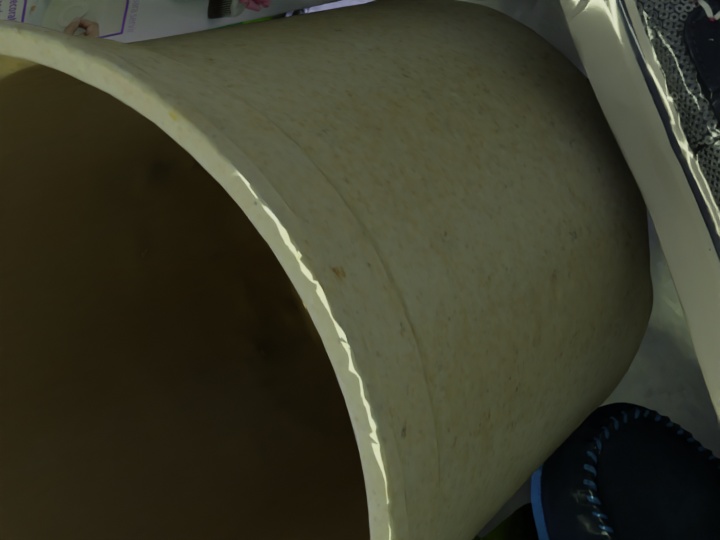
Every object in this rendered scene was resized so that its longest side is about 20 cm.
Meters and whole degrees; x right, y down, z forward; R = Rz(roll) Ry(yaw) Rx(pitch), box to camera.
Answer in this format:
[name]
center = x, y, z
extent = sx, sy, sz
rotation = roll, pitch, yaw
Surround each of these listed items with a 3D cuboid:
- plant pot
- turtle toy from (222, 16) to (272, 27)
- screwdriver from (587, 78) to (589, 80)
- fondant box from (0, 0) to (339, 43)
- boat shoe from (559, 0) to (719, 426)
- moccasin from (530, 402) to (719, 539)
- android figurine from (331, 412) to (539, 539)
[plant pot]
center = -0.023, 0.012, 0.664
extent = 0.200, 0.183, 0.201
rotation = 15, 117, 32
[turtle toy]
center = -0.111, -0.061, 0.804
extent = 0.200, 0.101, 0.146
rotation = 1, 111, 29
[screwdriver]
center = 0.000, 0.000, 0.779
extent = 0.200, 0.028, 0.029
rotation = -35, 97, 28
[fondant box]
center = -0.052, -0.127, 0.649
extent = 0.058, 0.200, 0.144
rotation = 58, 148, 32
[boat shoe]
center = 0.114, -0.047, 0.671
extent = 0.093, 0.075, 0.200
rotation = -21, 89, 16
[moccasin]
center = 0.133, 0.115, 0.750
extent = 0.200, 0.080, 0.068
rotation = 48, 154, -12
[android figurine]
center = -0.009, 0.111, 0.845
extent = 0.182, 0.041, 0.200
rotation = 28, 144, -10
